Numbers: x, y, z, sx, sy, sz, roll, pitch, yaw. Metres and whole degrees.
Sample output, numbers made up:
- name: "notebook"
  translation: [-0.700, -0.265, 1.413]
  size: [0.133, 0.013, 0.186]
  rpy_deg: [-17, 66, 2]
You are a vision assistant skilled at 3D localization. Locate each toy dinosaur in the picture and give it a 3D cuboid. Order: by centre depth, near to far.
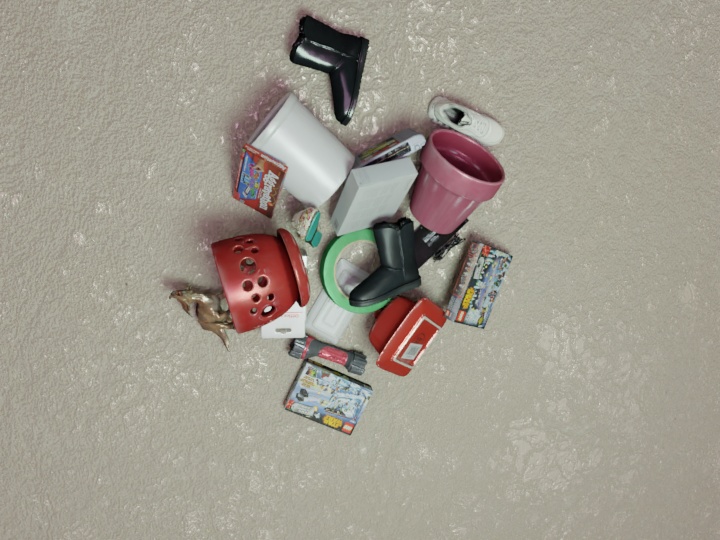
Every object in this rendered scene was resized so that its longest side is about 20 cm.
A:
- name: "toy dinosaur"
  translation: [-0.364, 0.101, 1.479]
  size: [0.132, 0.087, 0.203]
  rpy_deg: [-9, 123, 3]

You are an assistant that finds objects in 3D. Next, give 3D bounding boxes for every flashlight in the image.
- name: "flashlight"
  translation: [-0.080, 0.212, 1.562]
  size: [0.196, 0.068, 0.069]
  rpy_deg: [21, 67, -11]

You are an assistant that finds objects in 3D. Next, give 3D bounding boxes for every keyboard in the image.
- name: "keyboard"
  translation: [0.183, -0.073, 1.562]
  size: [0.200, 0.040, 0.104]
  rpy_deg: [-43, 85, 4]

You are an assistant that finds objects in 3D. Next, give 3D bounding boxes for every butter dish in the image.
- name: "butter dish"
  translation: [0.094, 0.139, 1.546]
  size: [0.201, 0.147, 0.199]
  rpy_deg: [-54, 149, 2]

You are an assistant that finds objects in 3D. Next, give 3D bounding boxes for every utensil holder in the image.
- name: "utensil holder"
  translation: [-0.134, -0.259, 1.375]
  size: [0.199, 0.170, 0.170]
  rpy_deg: [41, 95, -21]

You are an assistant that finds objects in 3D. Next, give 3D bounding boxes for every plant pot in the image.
- name: "plant pot"
  translation: [-0.214, 0.013, 1.354]
  size: [0.179, 0.200, 0.205]
  rpy_deg: [-19, 108, -14]
- name: "plant pot"
  translation: [0.206, -0.194, 1.442]
  size: [0.196, 0.202, 0.181]
  rpy_deg: [18, 128, -15]

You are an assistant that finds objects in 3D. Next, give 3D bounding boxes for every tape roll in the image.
- name: "tape roll"
  translation: [0.000, 0.000, 1.513]
  size: [0.196, 0.048, 0.206]
  rpy_deg: [-2, 96, -17]

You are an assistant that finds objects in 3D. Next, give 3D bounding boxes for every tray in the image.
- name: "tray"
  translation: [-0.054, 0.081, 1.559]
  size: [0.106, 0.022, 0.202]
  rpy_deg: [29, 98, -16]

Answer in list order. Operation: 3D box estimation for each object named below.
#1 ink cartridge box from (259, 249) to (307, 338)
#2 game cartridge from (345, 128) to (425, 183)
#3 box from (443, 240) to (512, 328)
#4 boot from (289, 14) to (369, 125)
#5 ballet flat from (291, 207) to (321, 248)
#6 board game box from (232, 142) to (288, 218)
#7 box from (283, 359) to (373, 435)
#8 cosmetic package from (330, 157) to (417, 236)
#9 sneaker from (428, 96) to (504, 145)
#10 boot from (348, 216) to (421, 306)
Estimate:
- name: "ink cartridge box"
  translation: [-0.187, 0.056, 1.502]
  size: [0.113, 0.067, 0.205]
  rpy_deg: [0, 105, -11]
- name: "game cartridge"
  translation: [0.046, -0.262, 1.422]
  size: [0.197, 0.133, 0.041]
  rpy_deg: [-29, 106, 1]
- name: "box"
  translation: [0.296, 0.038, 1.561]
  size: [0.135, 0.040, 0.204]
  rpy_deg: [14, 99, -43]
- name: "boot"
  translation: [-0.080, -0.440, 1.378]
  size: [0.164, 0.076, 0.205]
  rpy_deg: [11, 96, -17]
- name: "ballet flat"
  translation: [-0.126, -0.098, 1.413]
  size: [0.063, 0.200, 0.077]
  rpy_deg: [27, 75, 5]
- name: "board game box"
  translation: [-0.222, -0.191, 1.365]
  size: [0.101, 0.200, 0.020]
  rpy_deg: [27, 61, -4]
- name: "box"
  translation: [-0.083, 0.328, 1.612]
  size: [0.197, 0.040, 0.139]
  rpy_deg: [26, 98, -16]
- name: "cosmetic package"
  translation: [0.027, -0.164, 1.403]
  size: [0.148, 0.201, 0.053]
  rpy_deg: [-14, 68, -24]
- name: "sneaker"
  translation: [0.256, -0.345, 1.469]
  size: [0.196, 0.081, 0.077]
  rpy_deg: [17, 100, -16]
- name: "boot"
  translation: [0.047, -0.023, 1.448]
  size: [0.197, 0.076, 0.172]
  rpy_deg: [-19, 107, -21]
